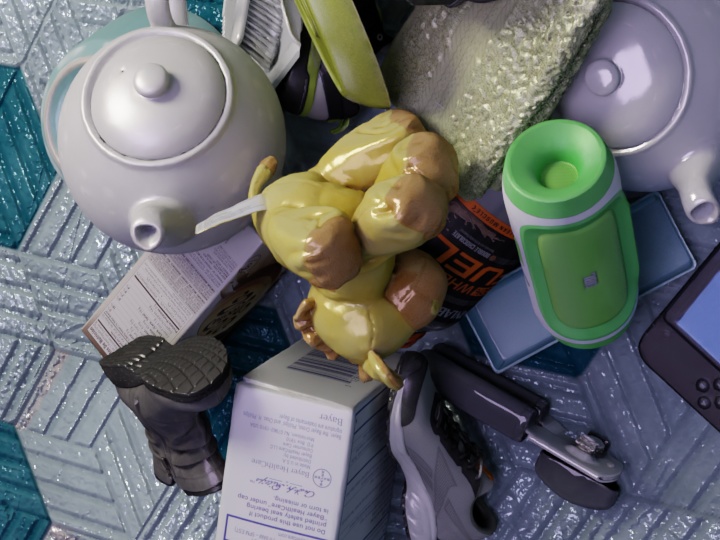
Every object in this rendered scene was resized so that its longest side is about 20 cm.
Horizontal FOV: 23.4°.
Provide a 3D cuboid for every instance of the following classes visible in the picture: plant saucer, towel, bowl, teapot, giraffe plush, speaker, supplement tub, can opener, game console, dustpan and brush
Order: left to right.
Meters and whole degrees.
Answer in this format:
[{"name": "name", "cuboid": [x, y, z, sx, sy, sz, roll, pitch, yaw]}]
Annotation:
[{"name": "bowl", "cuboid": [-0.205, -0.133, 1.543, 0.200, 0.105, 0.202, 5, 101, 27]}, {"name": "teapot", "cuboid": [-0.154, -0.122, 1.370, 0.200, 0.146, 0.197, 42, 75, 19]}, {"name": "dustpan and brush", "cuboid": [-0.092, -0.248, 1.482, 0.140, 0.057, 0.201, 139, 139, -58]}, {"name": "plant saucer", "cuboid": [-0.032, -0.208, 1.318, 0.031, 0.200, 0.201, -26, 85, -2]}, {"name": "giraffe plush", "cuboid": [0.000, 0.000, 1.297, 0.199, 0.173, 0.163, -15, 120, 22]}, {"name": "supplement tub", "cuboid": [0.071, -0.037, 1.400, 0.123, 0.122, 0.200, 49, 117, 13]}, {"name": "towel", "cuboid": [0.093, -0.164, 1.271, 0.149, 0.036, 0.200, 50, 128, 25]}, {"name": "can opener", "cuboid": [0.128, 0.129, 1.435, 0.200, 0.053, 0.067, 33, 112, 20]}, {"name": "speaker", "cuboid": [0.159, -0.023, 1.295, 0.088, 0.200, 0.089, -7, 55, 11]}, {"name": "plant saucer", "cuboid": [0.176, 0.010, 1.411, 0.200, 0.019, 0.070, -31, 83, 29]}, {"name": "teapot", "cuboid": [0.200, -0.152, 1.301, 0.199, 0.146, 0.199, 12, 103, 27]}, {"name": "game console", "cuboid": [0.308, 0.052, 1.290, 0.172, 0.119, 0.200, 44, 114, 15]}]

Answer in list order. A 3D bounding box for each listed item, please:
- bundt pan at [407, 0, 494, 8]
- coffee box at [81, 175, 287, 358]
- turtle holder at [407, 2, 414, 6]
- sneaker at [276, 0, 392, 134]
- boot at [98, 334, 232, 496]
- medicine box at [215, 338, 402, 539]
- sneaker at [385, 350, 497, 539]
[{"name": "bundt pan", "cuboid": [0.042, -0.277, 1.198, 0.201, 0.076, 0.203, 14, 114, 34]}, {"name": "coffee box", "cuboid": [-0.138, 0.008, 1.524, 0.080, 0.113, 0.200, 48, 117, 13]}, {"name": "turtle holder", "cuboid": [0.022, -0.296, 1.331, 0.131, 0.186, 0.141, 30, 93, -5]}, {"name": "sneaker", "cuboid": [-0.011, -0.216, 1.461, 0.082, 0.072, 0.201, 14, 97, -14]}, {"name": "boot", "cuboid": [-0.135, 0.124, 1.423, 0.200, 0.070, 0.132, 9, 126, 65]}, {"name": "medicine box", "cuboid": [-0.040, 0.175, 1.449, 0.102, 0.182, 0.201, 13, 103, 14]}, {"name": "sneaker", "cuboid": [0.067, 0.147, 1.439, 0.079, 0.074, 0.201, -3, 126, 16]}]
